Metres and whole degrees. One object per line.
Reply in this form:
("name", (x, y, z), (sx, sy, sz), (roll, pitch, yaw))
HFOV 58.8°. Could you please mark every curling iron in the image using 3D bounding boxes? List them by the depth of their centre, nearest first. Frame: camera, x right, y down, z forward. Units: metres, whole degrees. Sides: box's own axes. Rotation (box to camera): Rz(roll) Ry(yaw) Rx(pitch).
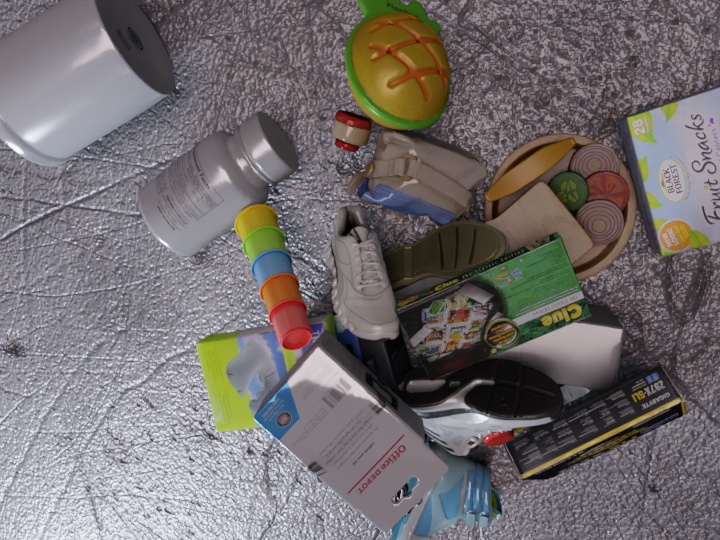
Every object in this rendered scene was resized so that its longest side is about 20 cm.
("curling iron", (0.037, 0.205, 0.785), (0.049, 0.025, 0.203), (-10, 94, 51))

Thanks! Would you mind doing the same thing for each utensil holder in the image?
("utensil holder", (-0.373, -0.259, 0.844), (0.198, 0.170, 0.172), (-25, 93, 13))

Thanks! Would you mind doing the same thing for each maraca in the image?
("maraca", (0.046, -0.253, 0.756), (0.135, 0.107, 0.203), (15, 61, -23))

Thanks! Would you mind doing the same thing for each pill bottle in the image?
("pill bottle", (-0.185, -0.117, 0.849), (0.199, 0.114, 0.115), (-32, 91, 16))

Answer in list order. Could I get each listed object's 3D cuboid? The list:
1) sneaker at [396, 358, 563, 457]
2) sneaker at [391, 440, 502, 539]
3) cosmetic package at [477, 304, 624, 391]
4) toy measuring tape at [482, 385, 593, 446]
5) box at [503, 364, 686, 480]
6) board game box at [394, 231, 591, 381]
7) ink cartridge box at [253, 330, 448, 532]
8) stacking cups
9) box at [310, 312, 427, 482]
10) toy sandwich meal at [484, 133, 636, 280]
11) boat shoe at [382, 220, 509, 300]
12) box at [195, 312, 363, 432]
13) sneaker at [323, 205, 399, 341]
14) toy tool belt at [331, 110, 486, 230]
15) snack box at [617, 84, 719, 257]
("sneaker", (0.151, 0.171, 0.767), (0.198, 0.076, 0.116), (-3, 135, 31))
("sneaker", (0.119, 0.341, 0.878), (0.129, 0.080, 0.202), (18, 114, 0))
("cosmetic package", (0.214, 0.081, 0.796), (0.197, 0.107, 0.092), (11, 102, 13))
("toy measuring tape", (0.204, 0.175, 0.827), (0.199, 0.074, 0.074), (-30, 92, 21))
("box", (0.286, 0.190, 0.769), (0.199, 0.159, 0.050), (-32, 64, 15))
("board game box", (0.149, 0.044, 0.723), (0.198, 0.024, 0.106), (-24, 107, 12))
("ink cartridge box", (-0.008, 0.183, 0.727), (0.200, 0.067, 0.116), (43, 99, -4))
("stacking cups", (-0.103, 0.003, 0.775), (0.060, 0.060, 0.201), (-41, 48, 16))
("box", (-0.008, 0.158, 0.859), (0.146, 0.107, 0.203), (-14, 97, 15))
("toy sandwich meal", (0.238, -0.068, 0.782), (0.202, 0.070, 0.209), (2, 100, 13))
("boat shoe", (0.105, -0.006, 0.797), (0.198, 0.068, 0.076), (-14, 58, 43))
("box", (-0.096, 0.128, 0.795), (0.197, 0.048, 0.124), (-10, 97, 15))
("sneaker", (0.000, 0.000, 0.776), (0.074, 0.201, 0.082), (-4, 133, -19))
("toy tool belt", (0.046, -0.108, 0.790), (0.197, 0.125, 0.124), (16, 110, -10))
("snack box", (0.420, -0.126, 0.733), (0.197, 0.068, 0.171), (-17, 96, 17))
